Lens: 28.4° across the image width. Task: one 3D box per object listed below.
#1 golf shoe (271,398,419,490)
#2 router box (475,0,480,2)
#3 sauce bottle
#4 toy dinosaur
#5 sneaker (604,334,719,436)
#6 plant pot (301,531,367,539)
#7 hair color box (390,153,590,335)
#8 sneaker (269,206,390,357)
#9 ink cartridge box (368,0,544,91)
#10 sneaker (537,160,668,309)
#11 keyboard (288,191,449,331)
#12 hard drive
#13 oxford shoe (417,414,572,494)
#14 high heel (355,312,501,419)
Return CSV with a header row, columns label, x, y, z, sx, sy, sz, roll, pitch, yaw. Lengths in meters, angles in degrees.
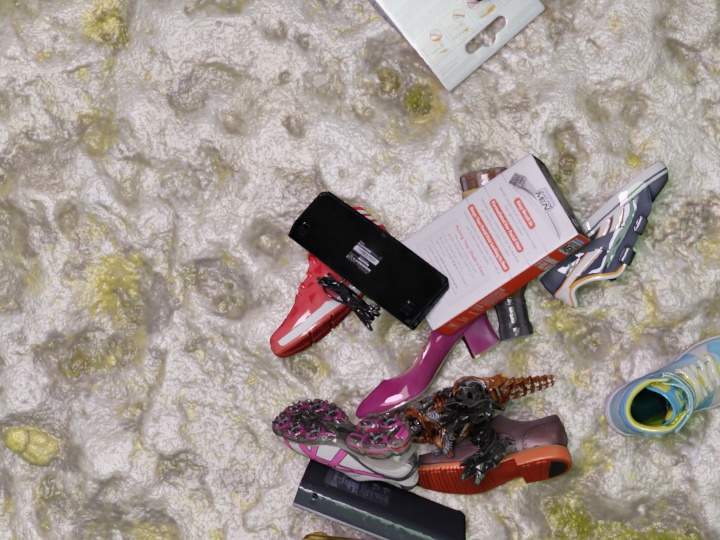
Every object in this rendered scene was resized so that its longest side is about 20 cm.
label,x,y,z,sx,sy,sz,roll,pitch,yaw
golf shoe,-0.020,0.207,1.643,0.073,0.198,0.093,-43,128,-38
router box,0.175,-0.435,1.676,0.156,0.052,0.202,-20,87,-23
sauce bottle,0.166,-0.020,1.681,0.064,0.065,0.203,-12,89,0
toy dinosaur,0.122,0.158,1.639,0.200,0.136,0.102,-41,108,11
sneaker,0.382,0.135,1.637,0.199,0.131,0.080,-30,86,-1
plant pot,-0.020,0.404,1.608,0.193,0.194,0.203,5,83,1
hair color box,0.146,-0.028,1.614,0.199,0.064,0.112,-34,71,17
sneaker,-0.052,0.004,1.688,0.199,0.078,0.116,-40,79,-12
ink cartridge box,0.100,-0.342,1.712,0.160,0.047,0.201,-40,97,-1
sneaker,0.298,-0.039,1.673,0.200,0.078,0.080,-43,82,10
keyboard,0.000,0.000,1.628,0.199,0.040,0.104,37,73,24
hard drive,0.026,0.274,1.631,0.198,0.140,0.033,21,97,2
oxford shoe,0.148,0.215,1.680,0.197,0.071,0.073,-8,55,6
high heel,0.064,0.092,1.673,0.199,0.067,0.097,-31,93,-3
